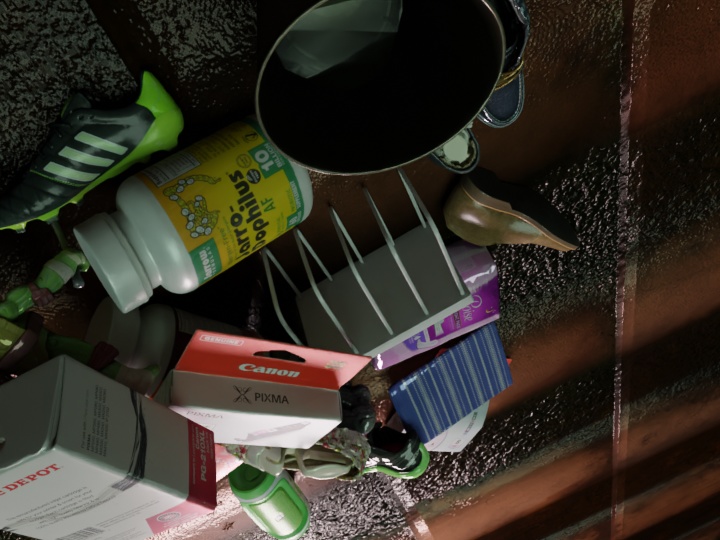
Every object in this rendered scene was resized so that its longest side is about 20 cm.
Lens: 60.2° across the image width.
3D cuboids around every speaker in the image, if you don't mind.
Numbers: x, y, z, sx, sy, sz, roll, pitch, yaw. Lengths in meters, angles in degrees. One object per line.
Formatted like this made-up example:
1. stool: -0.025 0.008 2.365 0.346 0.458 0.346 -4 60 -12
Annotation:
1. speaker: -0.145 0.370 1.016 0.087 0.089 0.202 -22 135 -1

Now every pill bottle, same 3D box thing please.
1. pill bottle: -0.149 -0.051 0.568 0.198 0.112 0.114 -34 140 -25
2. pill bottle: -0.213 0.104 0.729 0.197 0.111 0.110 22 120 -36

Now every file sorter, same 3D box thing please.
1. file sorter: 0.000 0.000 0.707 0.197 0.140 0.125 -29 133 5

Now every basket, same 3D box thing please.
1. basket: -0.010 -0.192 0.483 0.176 0.202 0.138 -15 136 -7

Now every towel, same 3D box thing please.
1. towel: 0.144 0.180 0.979 0.197 0.024 0.147 -31 124 -8

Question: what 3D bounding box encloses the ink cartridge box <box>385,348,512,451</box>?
1. ink cartridge box: 0.150 0.224 1.035 0.159 0.058 0.202 11 130 -30

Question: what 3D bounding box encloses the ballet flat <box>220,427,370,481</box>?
1. ballet flat: -0.081 0.226 0.776 0.194 0.064 0.077 5 121 -7

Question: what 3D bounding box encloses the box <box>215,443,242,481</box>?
1. box: -0.250 0.204 0.814 0.099 0.097 0.199 -37 134 15

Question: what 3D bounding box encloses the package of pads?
1. package of pads: 0.086 0.044 0.826 0.196 0.077 0.122 -22 138 -2

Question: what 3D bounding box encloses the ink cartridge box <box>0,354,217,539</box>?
1. ink cartridge box: -0.243 0.172 0.549 0.142 0.086 0.200 -24 140 13

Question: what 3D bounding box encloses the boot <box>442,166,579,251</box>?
1. boot: 0.190 -0.061 0.784 0.196 0.075 0.076 20 129 -24

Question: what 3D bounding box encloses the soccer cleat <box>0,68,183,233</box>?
1. soccer cleat: -0.255 -0.108 0.556 0.197 0.068 0.082 -32 119 -8

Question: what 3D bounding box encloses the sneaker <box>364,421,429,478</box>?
1. sneaker: 0.013 0.280 0.990 0.195 0.077 0.086 -8 112 19

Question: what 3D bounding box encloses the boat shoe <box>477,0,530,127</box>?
1. boat shoe: 0.130 -0.204 0.608 0.070 0.092 0.201 -30 135 7

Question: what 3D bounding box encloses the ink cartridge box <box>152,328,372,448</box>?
1. ink cartridge box: -0.106 0.135 0.661 0.196 0.044 0.174 12 142 -27

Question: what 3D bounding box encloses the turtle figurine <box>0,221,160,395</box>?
1. turtle figurine: -0.290 0.050 0.594 0.144 0.199 0.194 -46 113 -7

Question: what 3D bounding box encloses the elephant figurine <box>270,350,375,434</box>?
1. elephant figurine: -0.088 0.185 0.854 0.198 0.140 0.158 26 85 -34

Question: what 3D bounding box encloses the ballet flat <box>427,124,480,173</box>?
1. ballet flat: 0.068 -0.167 0.632 0.072 0.074 0.200 -36 134 12
